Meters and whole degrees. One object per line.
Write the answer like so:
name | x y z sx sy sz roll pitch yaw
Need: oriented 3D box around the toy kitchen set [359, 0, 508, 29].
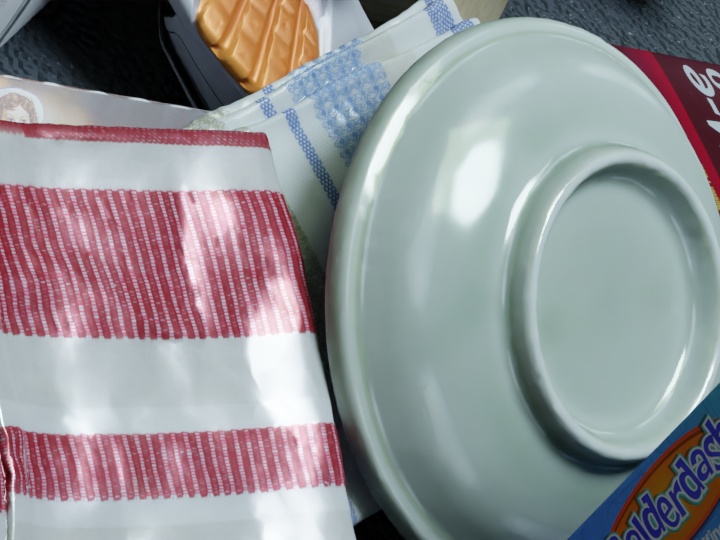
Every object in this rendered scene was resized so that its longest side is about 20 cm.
toy kitchen set | 0.106 -0.140 1.173 0.200 0.163 0.180 -63 142 -25

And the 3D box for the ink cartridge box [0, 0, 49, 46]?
ink cartridge box | -0.166 -0.148 0.995 0.147 0.083 0.200 38 35 -3

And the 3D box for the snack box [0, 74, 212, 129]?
snack box | -0.054 -0.017 0.976 0.200 0.024 0.072 8 79 -36

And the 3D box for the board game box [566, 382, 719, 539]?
board game box | 0.151 0.077 0.936 0.152 0.200 0.045 1 50 -42

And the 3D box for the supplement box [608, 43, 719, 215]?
supplement box | 0.167 -0.027 1.184 0.200 0.061 0.109 6 48 -37

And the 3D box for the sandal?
sandal | -0.027 -0.064 1.059 0.207 0.059 0.079 54 46 -16

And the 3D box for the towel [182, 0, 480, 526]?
towel | 0.000 0.000 0.975 0.200 0.024 0.147 -32 95 -40

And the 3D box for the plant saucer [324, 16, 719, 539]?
plant saucer | 0.074 0.012 0.972 0.200 0.050 0.200 1 88 -44

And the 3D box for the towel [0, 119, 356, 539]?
towel | -0.061 0.049 0.871 0.144 0.023 0.200 1 71 -42
